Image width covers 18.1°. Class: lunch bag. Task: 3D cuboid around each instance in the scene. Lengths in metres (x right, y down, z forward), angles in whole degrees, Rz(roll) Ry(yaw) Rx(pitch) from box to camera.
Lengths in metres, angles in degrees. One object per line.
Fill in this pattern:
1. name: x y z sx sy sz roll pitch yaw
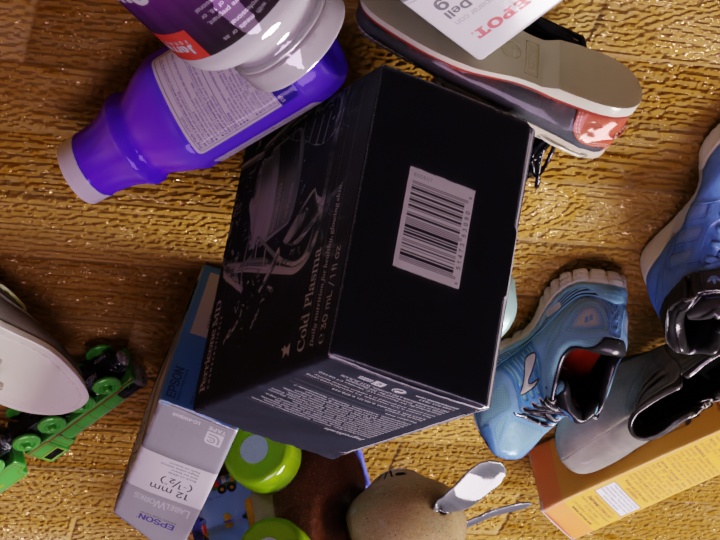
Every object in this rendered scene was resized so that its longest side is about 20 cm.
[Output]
1. lunch bag: -0.051 0.241 1.900 0.150 0.094 0.200 -14 149 0

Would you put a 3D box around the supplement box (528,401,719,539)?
1. supplement box: 0.242 0.146 1.858 0.199 0.067 0.069 -27 137 20

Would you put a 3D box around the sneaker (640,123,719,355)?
1. sneaker: 0.270 -0.020 1.636 0.076 0.112 0.200 10 135 -22

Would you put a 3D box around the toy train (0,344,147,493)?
1. toy train: -0.242 0.120 1.746 0.200 0.042 0.056 -34 144 25

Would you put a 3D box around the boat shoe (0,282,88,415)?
1. boat shoe: -0.270 0.040 1.630 0.072 0.061 0.202 -29 136 23

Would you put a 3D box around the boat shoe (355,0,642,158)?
1. boat shoe: 0.085 -0.131 1.481 0.199 0.071 0.063 20 139 -11

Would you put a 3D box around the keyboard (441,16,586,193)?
1. keyboard: 0.094 -0.103 1.575 0.104 0.040 0.200 27 132 -6

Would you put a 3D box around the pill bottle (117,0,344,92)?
1. pill bottle: -0.102 -0.196 1.331 0.112 0.113 0.200 -32 124 24

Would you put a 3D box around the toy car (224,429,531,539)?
1. toy car: 0.022 0.177 1.695 0.199 0.159 0.164 -15 155 13

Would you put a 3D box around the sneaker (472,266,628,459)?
1. sneaker: 0.146 0.088 1.750 0.078 0.090 0.200 9 137 -21

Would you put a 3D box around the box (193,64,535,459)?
1. box: 0.000 0.000 1.481 0.123 0.201 0.196 19 158 -23

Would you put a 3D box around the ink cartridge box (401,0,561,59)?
1. ink cartridge box: 0.059 -0.237 1.361 0.146 0.084 0.200 -34 135 26

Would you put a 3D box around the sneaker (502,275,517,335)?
1. sneaker: 0.006 0.042 1.690 0.139 0.078 0.200 26 124 -29

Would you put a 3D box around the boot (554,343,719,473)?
1. boot: 0.220 0.102 1.749 0.200 0.131 0.068 -37 91 21

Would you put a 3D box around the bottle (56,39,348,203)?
1. bottle: -0.107 -0.109 1.475 0.199 0.084 0.065 -30 175 21

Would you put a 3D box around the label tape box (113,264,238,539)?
1. label tape box: -0.132 0.117 1.676 0.066 0.144 0.200 22 133 -7

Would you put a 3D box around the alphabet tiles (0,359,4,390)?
1. alphabet tiles: -0.353 0.051 1.601 0.199 0.006 0.166 -7 148 40
